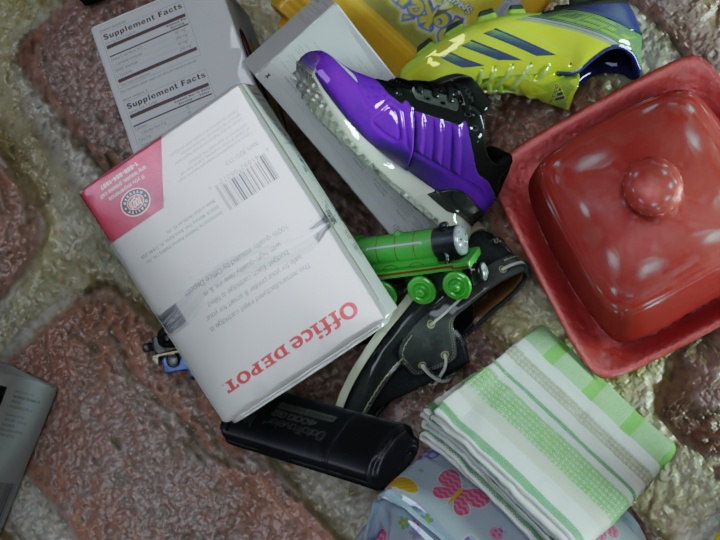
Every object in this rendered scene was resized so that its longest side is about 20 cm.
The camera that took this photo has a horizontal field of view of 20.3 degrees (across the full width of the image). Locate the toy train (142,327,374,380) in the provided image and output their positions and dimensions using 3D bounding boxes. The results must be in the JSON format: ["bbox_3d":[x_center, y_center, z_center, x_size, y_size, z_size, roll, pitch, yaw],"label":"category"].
[{"bbox_3d":[-0.073,0.053,1.579,0.198,0.034,0.046,-10,91,6],"label":"toy train"}]

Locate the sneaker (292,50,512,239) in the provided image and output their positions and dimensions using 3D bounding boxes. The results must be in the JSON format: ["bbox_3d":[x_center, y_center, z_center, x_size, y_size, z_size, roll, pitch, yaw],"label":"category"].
[{"bbox_3d":[0.038,-0.114,1.475,0.100,0.070,0.200,-48,123,1],"label":"sneaker"}]

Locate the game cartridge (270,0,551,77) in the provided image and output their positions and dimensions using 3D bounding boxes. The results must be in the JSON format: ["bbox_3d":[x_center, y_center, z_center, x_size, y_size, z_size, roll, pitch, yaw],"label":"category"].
[{"bbox_3d":[0.051,-0.218,1.553,0.176,0.032,0.200,39,88,-24],"label":"game cartridge"}]

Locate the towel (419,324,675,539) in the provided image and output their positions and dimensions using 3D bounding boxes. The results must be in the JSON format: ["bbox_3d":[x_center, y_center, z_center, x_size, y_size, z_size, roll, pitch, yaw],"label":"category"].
[{"bbox_3d":[0.139,0.124,1.465,0.149,0.200,0.031,44,122,11],"label":"towel"}]

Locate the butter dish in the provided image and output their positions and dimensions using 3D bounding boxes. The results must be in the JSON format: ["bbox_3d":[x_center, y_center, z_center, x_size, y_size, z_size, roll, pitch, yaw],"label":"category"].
[{"bbox_3d":[0.216,-0.049,1.492,0.199,0.148,0.201,-28,79,3],"label":"butter dish"}]

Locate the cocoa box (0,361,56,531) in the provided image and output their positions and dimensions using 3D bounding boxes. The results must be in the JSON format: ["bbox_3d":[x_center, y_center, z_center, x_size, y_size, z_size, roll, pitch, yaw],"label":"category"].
[{"bbox_3d":[-0.338,0.116,1.521,0.130,0.200,0.134,21,86,11],"label":"cocoa box"}]

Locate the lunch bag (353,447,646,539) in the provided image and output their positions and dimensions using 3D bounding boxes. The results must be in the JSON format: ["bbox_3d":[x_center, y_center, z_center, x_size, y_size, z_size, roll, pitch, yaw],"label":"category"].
[{"bbox_3d":[0.106,0.220,1.447,0.200,0.169,0.128,38,129,13],"label":"lunch bag"}]

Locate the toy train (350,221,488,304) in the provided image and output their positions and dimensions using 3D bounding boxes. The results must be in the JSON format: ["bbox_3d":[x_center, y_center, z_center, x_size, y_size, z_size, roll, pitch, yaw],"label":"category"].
[{"bbox_3d":[0.000,0.000,1.507,0.199,0.042,0.057,-8,110,25],"label":"toy train"}]

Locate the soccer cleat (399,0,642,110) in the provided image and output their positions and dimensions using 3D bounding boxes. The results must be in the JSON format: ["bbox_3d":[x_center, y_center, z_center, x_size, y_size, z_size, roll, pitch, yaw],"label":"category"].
[{"bbox_3d":[0.128,-0.159,1.538,0.199,0.065,0.084,-16,82,-17],"label":"soccer cleat"}]

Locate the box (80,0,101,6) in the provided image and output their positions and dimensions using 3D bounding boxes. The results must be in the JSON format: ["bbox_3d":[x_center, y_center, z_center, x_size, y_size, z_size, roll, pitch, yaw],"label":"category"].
[{"bbox_3d":[-0.156,-0.323,1.638,0.198,0.049,0.162,-15,77,6],"label":"box"}]

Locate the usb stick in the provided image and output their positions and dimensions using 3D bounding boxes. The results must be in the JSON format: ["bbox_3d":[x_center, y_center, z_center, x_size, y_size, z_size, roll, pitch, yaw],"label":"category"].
[{"bbox_3d":[-0.034,0.123,1.500,0.199,0.033,0.056,10,57,50],"label":"usb stick"}]

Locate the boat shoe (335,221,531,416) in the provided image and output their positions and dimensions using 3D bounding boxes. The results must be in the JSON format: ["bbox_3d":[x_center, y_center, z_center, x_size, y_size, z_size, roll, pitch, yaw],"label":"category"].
[{"bbox_3d":[0.050,0.057,1.538,0.067,0.072,0.200,38,86,16],"label":"boat shoe"}]

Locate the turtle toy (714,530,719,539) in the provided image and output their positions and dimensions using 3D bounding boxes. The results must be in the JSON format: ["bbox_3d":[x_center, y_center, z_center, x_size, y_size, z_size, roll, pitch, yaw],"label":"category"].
[{"bbox_3d":[0.355,0.187,1.459,0.199,0.101,0.146,32,110,9],"label":"turtle toy"}]

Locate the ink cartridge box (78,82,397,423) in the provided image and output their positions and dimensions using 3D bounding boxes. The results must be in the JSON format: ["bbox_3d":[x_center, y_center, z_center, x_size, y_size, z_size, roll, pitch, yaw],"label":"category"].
[{"bbox_3d":[-0.086,-0.013,1.452,0.146,0.083,0.201,-33,90,7],"label":"ink cartridge box"}]

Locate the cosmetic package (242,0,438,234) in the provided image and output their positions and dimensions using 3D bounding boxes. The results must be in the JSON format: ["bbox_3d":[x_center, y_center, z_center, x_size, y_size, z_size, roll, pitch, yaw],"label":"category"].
[{"bbox_3d":[0.005,-0.108,1.529,0.082,0.051,0.200,-41,115,-2],"label":"cosmetic package"}]

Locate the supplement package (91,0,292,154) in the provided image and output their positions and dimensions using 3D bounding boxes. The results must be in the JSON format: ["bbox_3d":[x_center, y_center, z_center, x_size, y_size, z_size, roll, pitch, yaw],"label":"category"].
[{"bbox_3d":[-0.117,-0.107,1.566,0.109,0.114,0.201,-21,80,6],"label":"supplement package"}]
